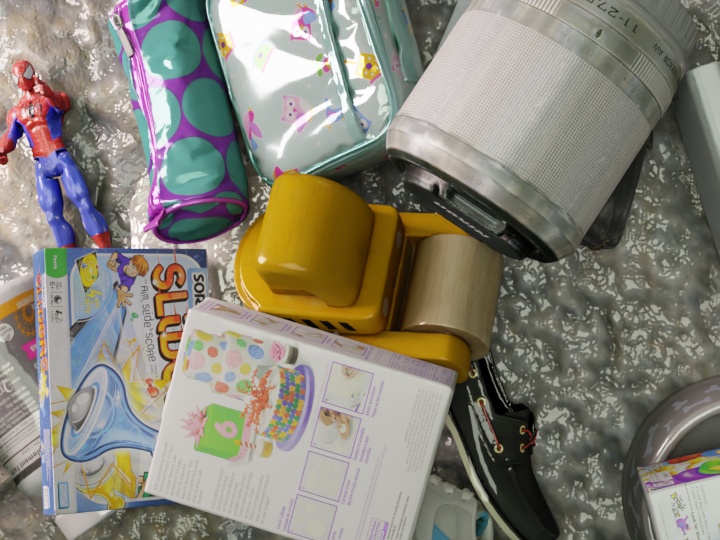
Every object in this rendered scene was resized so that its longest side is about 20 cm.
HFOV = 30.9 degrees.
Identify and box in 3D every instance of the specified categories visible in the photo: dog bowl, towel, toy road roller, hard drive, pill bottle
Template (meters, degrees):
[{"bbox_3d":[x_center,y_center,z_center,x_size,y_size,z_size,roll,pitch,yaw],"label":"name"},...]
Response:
[{"bbox_3d":[0.308,0.183,1.029,0.199,0.059,0.201,0,91,7],"label":"dog bowl"},{"bbox_3d":[-0.121,0.015,1.090,0.132,0.034,0.201,-7,91,8],"label":"towel"},{"bbox_3d":[0.000,0.000,0.990,0.199,0.146,0.123,4,64,17],"label":"toy road roller"},{"bbox_3d":[0.280,-0.052,0.989,0.027,0.132,0.201,-17,89,7],"label":"hard drive"},{"bbox_3d":[-0.253,0.112,1.068,0.116,0.116,0.200,-35,88,7],"label":"pill bottle"}]

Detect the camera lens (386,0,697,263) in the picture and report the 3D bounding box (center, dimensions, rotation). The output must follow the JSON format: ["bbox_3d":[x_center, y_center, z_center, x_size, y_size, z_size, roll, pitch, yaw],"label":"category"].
[{"bbox_3d":[0.126,-0.119,0.932,0.160,0.160,0.200,33,87,5],"label":"camera lens"}]

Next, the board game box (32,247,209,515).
[{"bbox_3d":[-0.182,0.084,1.018,0.135,0.034,0.201,-1,82,-29],"label":"board game box"}]

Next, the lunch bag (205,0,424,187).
[{"bbox_3d":[-0.032,-0.174,1.019,0.160,0.077,0.201,-21,82,38],"label":"lunch bag"}]

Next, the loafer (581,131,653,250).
[{"bbox_3d":[0.201,-0.113,1.039,0.072,0.073,0.201,24,87,-33],"label":"loafer"}]

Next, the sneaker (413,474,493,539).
[{"bbox_3d":[0.055,0.195,1.029,0.081,0.077,0.200,-36,57,2],"label":"sneaker"}]

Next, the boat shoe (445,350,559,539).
[{"bbox_3d":[0.109,0.131,1.044,0.063,0.074,0.202,-28,83,15],"label":"boat shoe"}]

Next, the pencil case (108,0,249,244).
[{"bbox_3d":[-0.147,-0.126,1.044,0.085,0.092,0.201,-29,69,43],"label":"pencil case"}]

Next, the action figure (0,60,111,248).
[{"bbox_3d":[-0.258,-0.082,1.076,0.065,0.099,0.201,-19,87,6],"label":"action figure"}]

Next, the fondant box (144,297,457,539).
[{"bbox_3d":[-0.043,0.118,0.954,0.199,0.058,0.145,16,102,4],"label":"fondant box"}]

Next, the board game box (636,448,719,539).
[{"bbox_3d":[0.314,0.178,0.946,0.199,0.103,0.105,-14,89,8],"label":"board game box"}]

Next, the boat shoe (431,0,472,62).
[{"bbox_3d":[0.104,-0.155,1.039,0.090,0.071,0.201,22,93,7],"label":"boat shoe"}]
